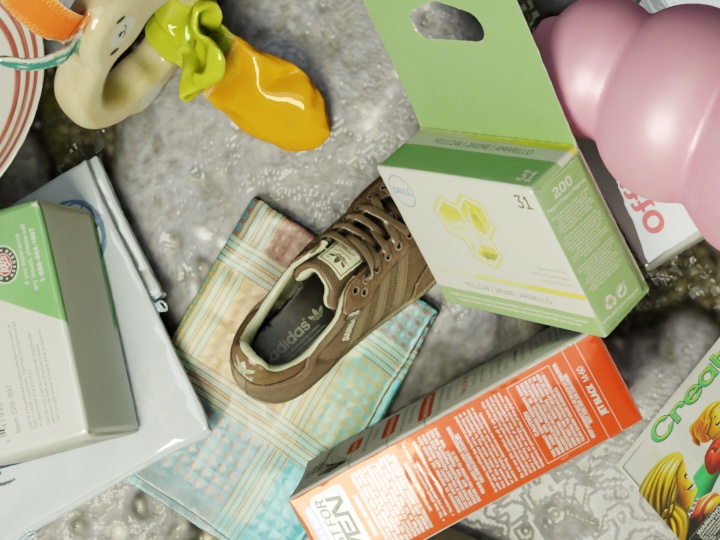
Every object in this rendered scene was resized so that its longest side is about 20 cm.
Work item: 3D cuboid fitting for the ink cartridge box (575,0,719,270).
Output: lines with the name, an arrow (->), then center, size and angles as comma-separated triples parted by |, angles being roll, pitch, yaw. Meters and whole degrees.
ink cartridge box -> 0.213, -0.111, 1.069 | 0.199, 0.084, 0.147 | -33, 85, 10

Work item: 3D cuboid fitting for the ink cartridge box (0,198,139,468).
ink cartridge box -> -0.253, 0.055, 1.139 | 0.198, 0.087, 0.147 | -16, 83, 14

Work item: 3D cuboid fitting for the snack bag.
snack bag -> -0.202, 0.057, 1.180 | 0.187, 0.021, 0.201 | -30, 80, 13

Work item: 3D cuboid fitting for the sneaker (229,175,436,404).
sneaker -> 0.000, 0.000, 1.102 | 0.070, 0.076, 0.200 | 39, 84, 11

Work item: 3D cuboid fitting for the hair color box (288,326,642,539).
hair color box -> 0.062, 0.101, 1.080 | 0.199, 0.111, 0.064 | -28, 93, 6

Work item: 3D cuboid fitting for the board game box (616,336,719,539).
board game box -> 0.242, 0.072, 1.049 | 0.034, 0.126, 0.201 | 34, 98, -27

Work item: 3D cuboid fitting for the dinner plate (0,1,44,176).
dinner plate -> -0.285, -0.107, 1.178 | 0.198, 0.024, 0.202 | -8, 69, 20

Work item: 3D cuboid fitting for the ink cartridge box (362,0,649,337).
ink cartridge box -> 0.064, -0.063, 1.020 | 0.048, 0.145, 0.201 | -42, 119, -23

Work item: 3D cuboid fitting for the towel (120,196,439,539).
towel -> -0.058, 0.075, 1.160 | 0.146, 0.022, 0.201 | 31, 96, 9

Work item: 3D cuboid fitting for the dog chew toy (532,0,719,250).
dog chew toy -> 0.180, -0.083, 0.976 | 0.199, 0.124, 0.126 | 26, 96, 16

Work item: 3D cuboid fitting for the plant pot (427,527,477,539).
plant pot -> 0.062, 0.284, 1.051 | 0.198, 0.177, 0.202 | 23, 100, 12

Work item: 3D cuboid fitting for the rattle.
rattle -> -0.118, -0.110, 1.078 | 0.130, 0.200, 0.144 | -35, 84, 10
